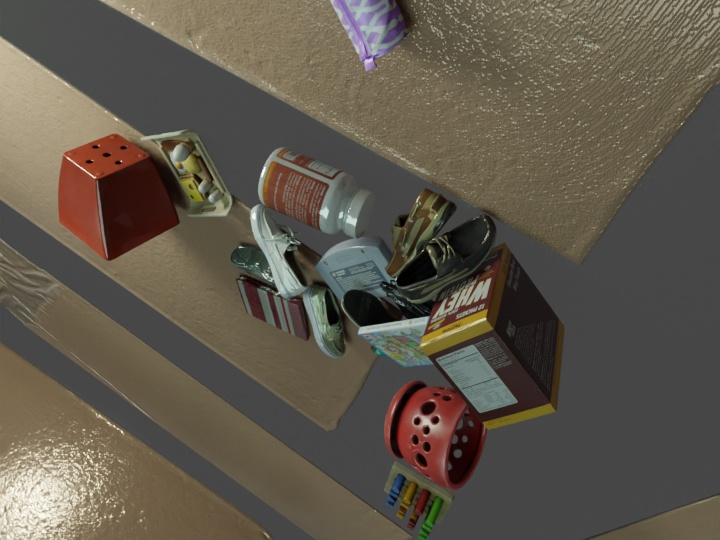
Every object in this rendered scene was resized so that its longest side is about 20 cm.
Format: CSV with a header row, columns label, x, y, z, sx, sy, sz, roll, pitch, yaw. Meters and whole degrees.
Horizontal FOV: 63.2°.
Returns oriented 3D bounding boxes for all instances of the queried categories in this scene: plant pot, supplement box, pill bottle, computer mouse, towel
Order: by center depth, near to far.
label,x,y,z,sx,sy,sz,roll,pitch,yaw
supplement box,0.226,0.108,0.977,0.131,0.199,0.201,-27,112,37
pill bottle,-0.076,-0.134,1.049,0.196,0.113,0.114,25,141,16
computer mouse,0.118,0.069,1.116,0.137,0.053,0.200,30,170,22
plant pot,-0.544,-0.179,1.297,0.197,0.199,0.179,31,135,24
plant pot,0.165,0.355,1.301,0.179,0.201,0.204,12,137,39
towel,-0.219,0.094,1.475,0.196,0.023,0.146,21,142,22

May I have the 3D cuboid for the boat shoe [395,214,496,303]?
label,x,y,z,sx,sy,sz,roll,pitch,yaw
boat shoe,0.139,-0.017,0.967,0.200,0.073,0.075,-43,59,18

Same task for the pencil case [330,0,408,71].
label,x,y,z,sx,sy,sz,roll,pitch,yaw
pencil case,-0.013,-0.377,0.771,0.083,0.086,0.202,-11,123,46

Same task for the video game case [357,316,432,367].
label,x,y,z,sx,sy,sz,roll,pitch,yaw
video game case,0.106,0.137,1.096,0.142,0.018,0.198,38,148,-28

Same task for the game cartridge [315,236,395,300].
label,x,y,z,sx,sy,sz,roll,pitch,yaw
game cartridge,0.000,0.000,1.192,0.197,0.042,0.135,-14,116,46

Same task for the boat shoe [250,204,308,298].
label,x,y,z,sx,sy,sz,roll,pitch,yaw
boat shoe,-0.157,-0.049,1.217,0.084,0.074,0.207,-20,91,26

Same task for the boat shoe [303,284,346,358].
label,x,y,z,sx,sy,sz,roll,pitch,yaw
boat shoe,-0.072,0.123,1.347,0.061,0.072,0.203,3,129,38

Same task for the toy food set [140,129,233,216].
label,x,y,z,sx,sy,sz,roll,pitch,yaw
toy food set,-0.373,-0.203,1.255,0.140,0.061,0.203,3,130,36

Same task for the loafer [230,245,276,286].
label,x,y,z,sx,sy,sz,roll,pitch,yaw
loafer,-0.208,-0.004,1.337,0.196,0.073,0.063,19,159,29

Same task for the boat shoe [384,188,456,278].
label,x,y,z,sx,sy,sz,roll,pitch,yaw
boat shoe,0.092,-0.068,1.026,0.073,0.076,0.201,39,134,4

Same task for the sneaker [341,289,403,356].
label,x,y,z,sx,sy,sz,roll,pitch,yaw
sneaker,0.034,0.115,1.225,0.198,0.085,0.121,34,157,-8

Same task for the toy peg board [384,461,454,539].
label,x,y,z,sx,sy,sz,roll,pitch,yaw
toy peg board,0.154,0.695,1.737,0.195,0.098,0.203,26,141,13
